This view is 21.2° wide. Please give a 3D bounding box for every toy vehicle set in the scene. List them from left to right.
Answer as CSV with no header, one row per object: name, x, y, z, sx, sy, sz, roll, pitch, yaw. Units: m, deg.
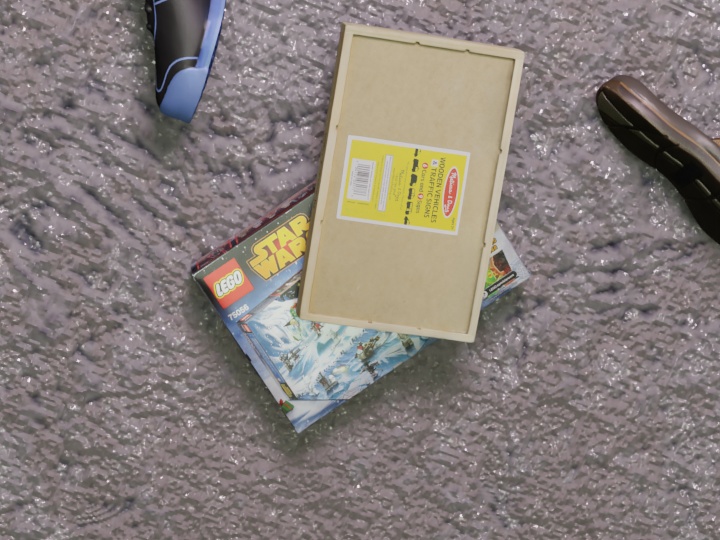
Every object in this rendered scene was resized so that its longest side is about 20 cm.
toy vehicle set,0.032,-0.058,1.296,0.123,0.027,0.202,9,99,-8

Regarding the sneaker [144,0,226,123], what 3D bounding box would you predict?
sneaker,-0.123,-0.202,1.272,0.077,0.070,0.202,11,93,-6

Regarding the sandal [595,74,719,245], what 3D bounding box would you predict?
sandal,0.249,-0.073,1.344,0.200,0.082,0.055,42,73,-5

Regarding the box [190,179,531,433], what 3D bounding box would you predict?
box,0.000,0.000,1.338,0.199,0.040,0.138,-33,104,1
